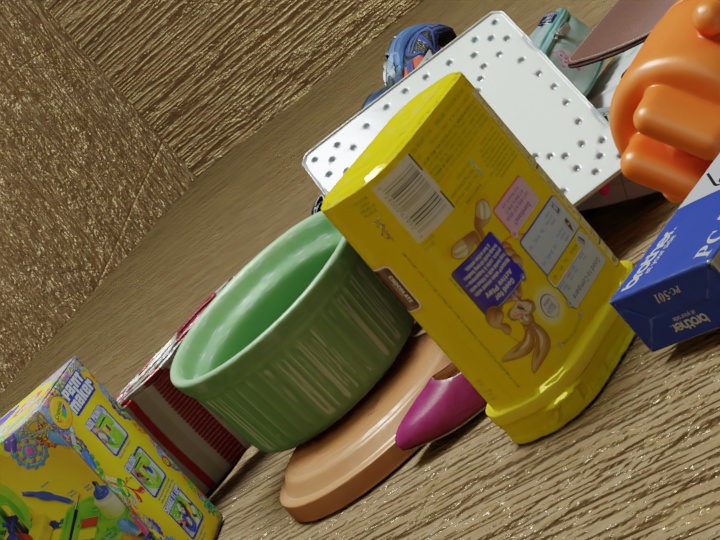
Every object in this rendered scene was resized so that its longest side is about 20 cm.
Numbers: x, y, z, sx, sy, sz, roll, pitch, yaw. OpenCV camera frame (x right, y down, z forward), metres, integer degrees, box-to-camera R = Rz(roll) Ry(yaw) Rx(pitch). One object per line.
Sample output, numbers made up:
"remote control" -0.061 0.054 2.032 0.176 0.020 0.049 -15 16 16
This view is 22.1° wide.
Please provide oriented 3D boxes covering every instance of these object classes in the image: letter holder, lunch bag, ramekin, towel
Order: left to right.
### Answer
"towel" -0.139 0.120 1.640 0.200 0.144 0.023 -48 39 -9
"ramekin" -0.049 0.052 1.487 0.200 0.098 0.200 -39 17 14
"lunch bag" 0.154 -0.158 1.802 0.200 0.077 0.161 -49 3 36
"letter holder" 0.275 -0.193 1.502 0.142 0.101 0.200 -47 11 -17

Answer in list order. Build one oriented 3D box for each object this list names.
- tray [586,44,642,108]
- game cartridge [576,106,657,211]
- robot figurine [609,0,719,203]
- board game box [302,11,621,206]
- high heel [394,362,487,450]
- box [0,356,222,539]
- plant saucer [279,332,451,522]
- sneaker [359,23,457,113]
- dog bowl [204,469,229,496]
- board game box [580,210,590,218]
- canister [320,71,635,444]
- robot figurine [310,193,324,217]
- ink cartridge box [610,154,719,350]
"tray" 0.268 -0.205 1.787 0.107 0.022 0.200 -31 15 51
"game cartridge" 0.158 -0.084 1.447 0.199 0.041 0.134 -10 27 21
"robot figurine" 0.246 -0.128 1.292 0.116 0.144 0.200 -12 26 36
"board game box" 0.080 -0.080 1.403 0.200 0.026 0.200 -37 51 0
"high heel" 0.080 0.034 1.304 0.200 0.096 0.067 -43 10 -7
"box" -0.257 0.219 1.536 0.200 0.193 0.122 -38 11 17
"plant saucer" 0.012 0.112 1.423 0.200 0.032 0.200 -41 11 10
"sneaker" 0.060 -0.146 1.551 0.078 0.076 0.201 -5 35 19
"dog bowl" -0.203 0.195 1.768 0.200 0.074 0.200 -41 10 9
"board game box" 0.146 -0.051 1.588 0.135 0.028 0.200 -48 12 -21
"canister" 0.082 -0.012 1.188 0.086 0.200 0.149 -30 16 46
"robot figurine" 0.000 0.000 1.641 0.144 0.058 0.201 18 66 32
"ink cartridge box" 0.240 -0.041 1.120 0.200 0.044 0.094 -49 12 -32
